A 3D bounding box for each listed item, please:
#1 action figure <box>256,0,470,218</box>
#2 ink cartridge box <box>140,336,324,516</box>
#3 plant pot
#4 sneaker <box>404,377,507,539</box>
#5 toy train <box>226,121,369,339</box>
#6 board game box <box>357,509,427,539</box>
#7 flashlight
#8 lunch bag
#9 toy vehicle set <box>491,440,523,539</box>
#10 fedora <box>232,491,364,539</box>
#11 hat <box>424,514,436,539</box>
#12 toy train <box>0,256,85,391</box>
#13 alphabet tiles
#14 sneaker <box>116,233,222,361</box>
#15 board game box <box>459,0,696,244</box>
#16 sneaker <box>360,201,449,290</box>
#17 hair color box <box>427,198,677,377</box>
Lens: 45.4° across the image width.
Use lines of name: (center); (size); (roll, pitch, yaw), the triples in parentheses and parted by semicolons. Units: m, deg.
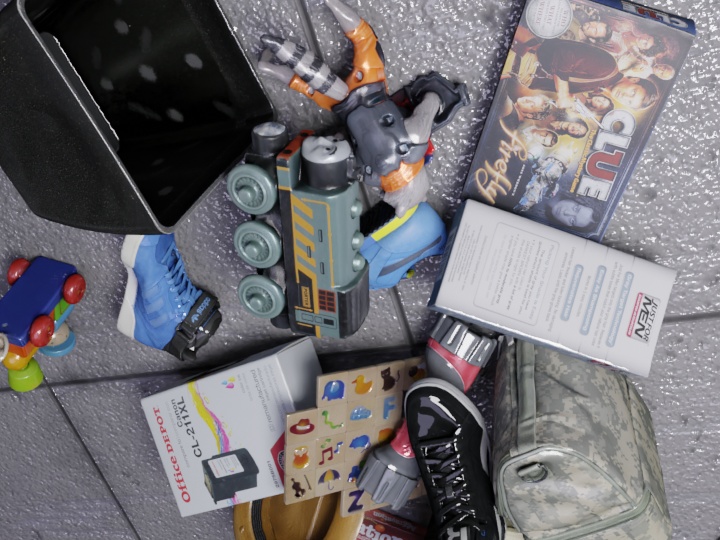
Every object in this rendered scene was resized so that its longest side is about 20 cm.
action figure: (-0.016, -0.123, 0.748); (0.199, 0.105, 0.194); (-37, 97, 29)
ink cartridge box: (-0.129, 0.177, 0.960); (0.198, 0.083, 0.148); (-20, 90, 26)
plant pot: (-0.222, -0.150, 0.743); (0.176, 0.200, 0.201); (-11, 120, 35)
sneaker: (0.091, 0.207, 0.795); (0.072, 0.112, 0.202); (-17, 108, 17)
toy train: (-0.048, -0.031, 0.752); (0.112, 0.085, 0.203); (10, 124, 17)
board game box: (-0.021, 0.334, 1.104); (0.197, 0.020, 0.104); (20, 125, 3)
flashlight: (0.062, 0.141, 0.869); (0.067, 0.068, 0.202); (33, 96, 19)
lunch bag: (0.193, 0.157, 0.818); (0.138, 0.201, 0.168); (-23, 118, 25)
toy vehicle set: (0.219, 0.246, 0.911); (0.197, 0.125, 0.027); (7, 125, 12)
fedora: (-0.059, 0.277, 1.013); (0.198, 0.203, 0.082); (-20, 155, 27)
hat: (0.125, 0.293, 0.986); (0.197, 0.082, 0.201); (0, 158, 0)
toy train: (-0.372, 0.088, 0.931); (0.083, 0.201, 0.117); (15, 131, 5)
alphabet tiles: (0.012, 0.175, 0.893); (0.197, 0.008, 0.170); (-7, 111, -27)
sneaker: (-0.190, 0.016, 0.902); (0.110, 0.077, 0.201); (26, 131, 5)
board game box: (0.176, -0.130, 0.727); (0.134, 0.035, 0.202); (18, 126, 4)
sneaker: (0.000, 0.000, 0.846); (0.199, 0.066, 0.079); (-30, 115, 30)
hair color box: (0.170, 0.017, 0.775); (0.197, 0.061, 0.100); (19, 84, -1)
